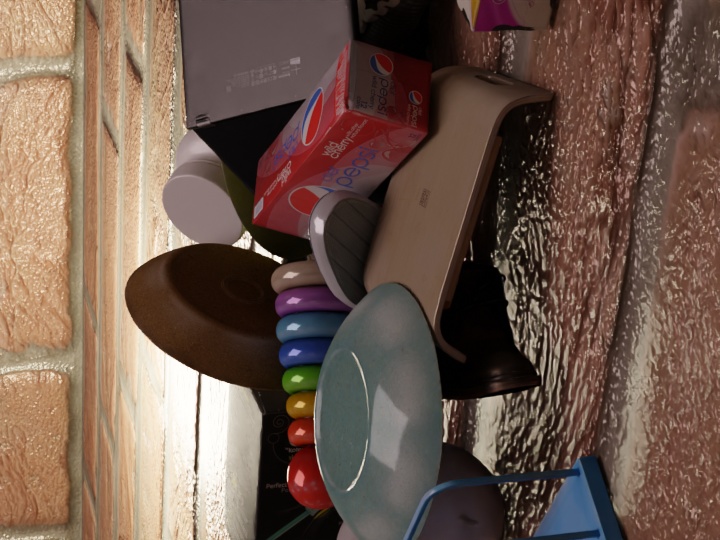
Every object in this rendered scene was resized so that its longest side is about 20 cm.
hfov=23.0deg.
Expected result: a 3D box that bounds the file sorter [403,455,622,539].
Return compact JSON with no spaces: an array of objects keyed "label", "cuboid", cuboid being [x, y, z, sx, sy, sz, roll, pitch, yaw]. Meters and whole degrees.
[{"label":"file sorter","cuboid":[0.110,0.249,1.165,0.139,0.122,0.201,107,153,-52]}]

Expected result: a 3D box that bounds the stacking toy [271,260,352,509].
[{"label":"stacking toy","cuboid":[-0.033,0.096,1.463,0.085,0.085,0.201,141,131,-70]}]

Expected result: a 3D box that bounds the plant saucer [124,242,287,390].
[{"label":"plant saucer","cuboid":[-0.106,0.030,1.553,0.036,0.199,0.201,-67,28,28]}]

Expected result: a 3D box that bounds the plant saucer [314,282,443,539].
[{"label":"plant saucer","cuboid":[0.003,0.109,1.284,0.201,0.038,0.202,-178,90,-67]}]

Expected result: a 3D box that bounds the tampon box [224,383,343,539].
[{"label":"tampon box","cuboid":[-0.038,0.174,1.600,0.126,0.149,0.201,-122,33,-57]}]

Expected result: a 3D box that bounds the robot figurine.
[{"label":"robot figurine","cuboid":[0.046,0.205,1.385,0.170,0.113,0.200,46,150,12]}]

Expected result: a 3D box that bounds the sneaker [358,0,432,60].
[{"label":"sneaker","cuboid":[0.028,-0.198,1.448,0.200,0.090,0.067,-39,31,41]}]

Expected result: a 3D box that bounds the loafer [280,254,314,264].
[{"label":"loafer","cuboid":[-0.053,-0.020,1.761,0.072,0.062,0.201,-113,25,-50]}]

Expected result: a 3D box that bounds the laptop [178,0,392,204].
[{"label":"laptop","cuboid":[-0.041,-0.155,1.454,0.187,0.116,0.201,-9,83,37]}]

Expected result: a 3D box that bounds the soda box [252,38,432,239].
[{"label":"soda box","cuboid":[-0.017,-0.094,1.358,0.200,0.070,0.064,135,145,-57]}]

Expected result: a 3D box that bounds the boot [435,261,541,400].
[{"label":"boot","cuboid":[0.079,0.042,1.307,0.200,0.074,0.098,-177,80,-75]}]

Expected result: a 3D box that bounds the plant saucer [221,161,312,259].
[{"label":"plant saucer","cuboid":[-0.057,-0.111,1.614,0.031,0.200,0.201,-5,89,33]}]

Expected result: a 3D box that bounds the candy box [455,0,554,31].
[{"label":"candy box","cuboid":[0.086,-0.277,1.233,0.200,0.061,0.137,-113,25,-46]}]

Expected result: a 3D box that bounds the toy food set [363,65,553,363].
[{"label":"toy food set","cuboid":[0.073,-0.046,1.286,0.143,0.060,0.201,36,111,65]}]

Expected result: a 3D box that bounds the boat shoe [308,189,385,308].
[{"label":"boat shoe","cuboid":[0.000,0.000,1.402,0.067,0.074,0.200,27,162,40]}]

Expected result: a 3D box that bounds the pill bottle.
[{"label":"pill bottle","cuboid":[-0.105,-0.115,1.671,0.113,0.112,0.200,105,-167,-47]}]
